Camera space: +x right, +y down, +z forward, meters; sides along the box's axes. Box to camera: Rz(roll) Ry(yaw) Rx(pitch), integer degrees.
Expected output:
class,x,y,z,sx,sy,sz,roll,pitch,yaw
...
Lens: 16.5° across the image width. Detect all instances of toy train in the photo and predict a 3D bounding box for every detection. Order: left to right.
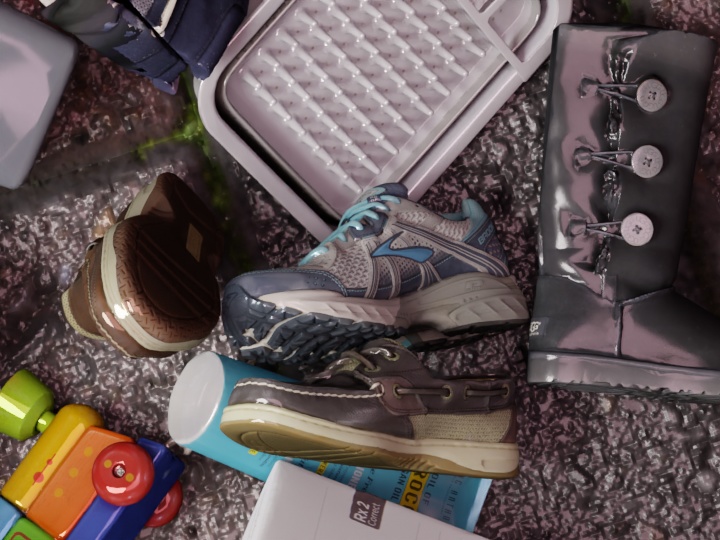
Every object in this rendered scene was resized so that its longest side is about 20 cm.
class,x,y,z,sx,sy,sz,roll,pitch,yaw
toy train,-0.150,0.091,1.354,0.115,0.085,0.201,34,82,16

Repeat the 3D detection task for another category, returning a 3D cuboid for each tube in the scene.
class,x,y,z,sx,sy,sz,roll,pitch,yaw
tube,-0.010,0.099,1.341,0.199,0.050,0.078,23,92,-33

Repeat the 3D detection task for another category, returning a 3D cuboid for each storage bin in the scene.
class,x,y,z,sx,sy,sz,roll,pitch,yaw
storage bin,-0.230,-0.096,1.297,0.134,0.200,0.146,23,88,-11

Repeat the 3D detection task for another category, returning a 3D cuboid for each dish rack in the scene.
class,x,y,z,sx,sy,sz,roll,pitch,yaw
dish rack,0.008,-0.124,1.343,0.200,0.044,0.172,-49,133,-3

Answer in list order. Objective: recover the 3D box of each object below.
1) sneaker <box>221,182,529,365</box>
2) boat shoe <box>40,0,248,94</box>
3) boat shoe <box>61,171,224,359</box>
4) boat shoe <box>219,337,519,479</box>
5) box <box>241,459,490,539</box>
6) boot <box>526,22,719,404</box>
class,x,y,z,sx,sy,sz,roll,pitch,yaw
sneaker,0.000,0.000,1.329,0.199,0.077,0.087,-2,73,-44
boat shoe,-0.094,-0.184,1.287,0.093,0.074,0.201,38,56,-30
boat shoe,-0.117,0.013,1.293,0.075,0.202,0.075,-38,98,12
boat shoe,0.008,0.068,1.287,0.200,0.071,0.067,13,78,-43
box,-0.029,0.242,1.256,0.130,0.199,0.201,21,118,-3
boot,0.174,-0.031,1.368,0.164,0.066,0.202,7,82,-17
